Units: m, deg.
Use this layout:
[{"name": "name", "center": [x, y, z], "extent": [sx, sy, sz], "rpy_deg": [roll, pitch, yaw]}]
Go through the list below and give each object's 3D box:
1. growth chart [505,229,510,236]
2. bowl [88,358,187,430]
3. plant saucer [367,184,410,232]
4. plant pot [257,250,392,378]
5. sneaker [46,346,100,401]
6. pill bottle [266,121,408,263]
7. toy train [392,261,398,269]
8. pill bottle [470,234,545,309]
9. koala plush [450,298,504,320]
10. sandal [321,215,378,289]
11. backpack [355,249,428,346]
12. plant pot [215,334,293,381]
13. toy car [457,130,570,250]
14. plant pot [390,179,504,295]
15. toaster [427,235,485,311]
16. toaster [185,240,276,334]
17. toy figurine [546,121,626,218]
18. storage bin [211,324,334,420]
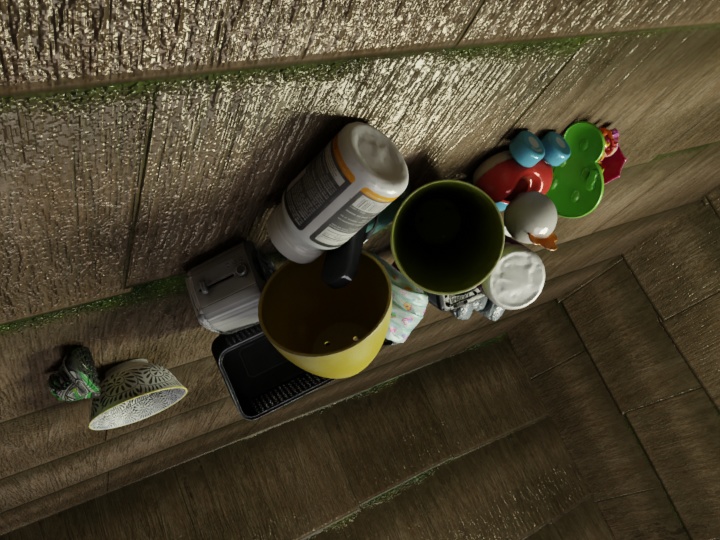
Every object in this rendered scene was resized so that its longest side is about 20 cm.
[{"name": "growth chart", "center": [0.430, -0.124, 1.654], "extent": [0.144, 0.018, 0.199], "rpy_deg": [-37, 160, 31]}, {"name": "bowl", "center": [-0.469, 0.243, 1.311], "extent": [0.199, 0.095, 0.201], "rpy_deg": [-24, 163, -8]}, {"name": "plant saucer", "center": [0.002, -0.095, 1.105], "extent": [0.199, 0.028, 0.200], "rpy_deg": [-24, 164, -7]}, {"name": "plant pot", "center": [-0.041, 0.084, 0.972], "extent": [0.199, 0.201, 0.143], "rpy_deg": [-23, 139, -7]}, {"name": "sneaker", "center": [-0.515, 0.199, 1.141], "extent": [0.085, 0.079, 0.200], "rpy_deg": [-16, 161, -28]}, {"name": "pill bottle", "center": [-0.037, -0.100, 0.879], "extent": [0.116, 0.117, 0.200], "rpy_deg": [-6, 155, -48]}, {"name": "toy train", "center": [0.087, -0.010, 1.366], "extent": [0.200, 0.034, 0.046], "rpy_deg": [-43, 162, -29]}, {"name": "pill bottle", "center": [0.250, -0.010, 1.172], "extent": [0.112, 0.113, 0.200], "rpy_deg": [-25, -163, -1]}, {"name": "koala plush", "center": [0.309, 0.001, 1.670], "extent": [0.176, 0.184, 0.201], "rpy_deg": [3, 129, -35]}, {"name": "sandal", "center": [-0.010, -0.058, 0.961], "extent": [0.076, 0.202, 0.043], "rpy_deg": [-10, 143, 44]}, {"name": "backpack", "center": [0.016, 0.040, 1.110], "extent": [0.127, 0.199, 0.167], "rpy_deg": [-57, 171, 16]}, {"name": "plant pot", "center": [-0.179, 0.113, 1.235], "extent": [0.199, 0.200, 0.136], "rpy_deg": [-14, 128, -33]}, {"name": "toy car", "center": [0.311, -0.121, 1.175], "extent": [0.176, 0.201, 0.184], "rpy_deg": [-10, 158, -42]}, {"name": "plant pot", "center": [0.143, -0.072, 1.125], "extent": [0.186, 0.188, 0.200], "rpy_deg": [-28, -171, 7]}, {"name": "toaster", "center": [0.208, -0.021, 1.339], "extent": [0.180, 0.202, 0.119], "rpy_deg": [-20, -157, -19]}, {"name": "toaster", "center": [-0.201, 0.035, 1.057], "extent": [0.128, 0.114, 0.200], "rpy_deg": [-22, 165, 1]}, {"name": "toy figurine", "center": [0.465, -0.227, 1.276], "extent": [0.183, 0.150, 0.201], "rpy_deg": [-30, 144, -37]}, {"name": "storage bin", "center": [-0.145, 0.152, 1.117], "extent": [0.199, 0.136, 0.094], "rpy_deg": [-24, -164, -15]}]
